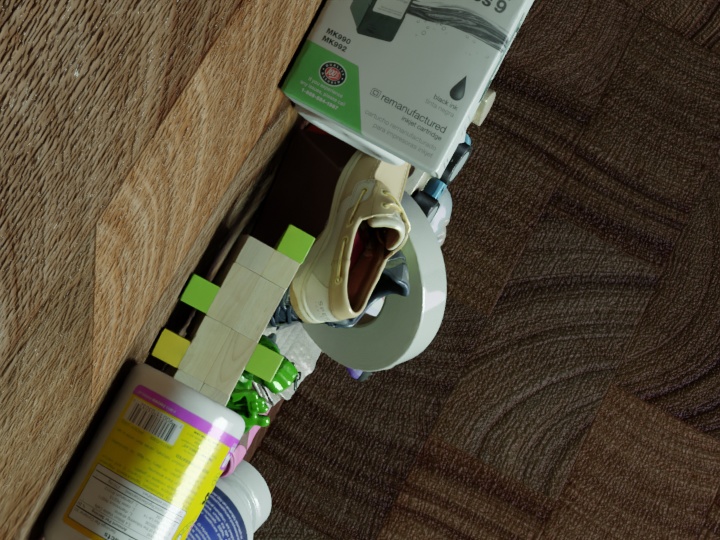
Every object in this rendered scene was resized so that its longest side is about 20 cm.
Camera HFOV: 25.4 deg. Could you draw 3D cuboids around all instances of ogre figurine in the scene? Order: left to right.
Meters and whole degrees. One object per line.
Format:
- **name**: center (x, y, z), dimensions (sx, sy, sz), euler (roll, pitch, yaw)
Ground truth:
- **ogre figurine**: center (-0.137, 0.122, 1.505), dimensions (0.200, 0.098, 0.120), euler (-54, -169, 25)

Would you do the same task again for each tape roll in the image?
- **tape roll**: center (0.000, 0.000, 1.598), dimensions (0.037, 0.203, 0.203), euler (-19, 146, -43)

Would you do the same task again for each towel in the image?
- **towel**: center (-0.078, 0.037, 1.684), dimensions (0.133, 0.034, 0.200), euler (62, 37, -30)

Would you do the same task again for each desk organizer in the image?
- **desk organizer**: center (-0.047, -0.045, 1.550), dimensions (0.072, 0.077, 0.200), euler (-20, 146, -44)

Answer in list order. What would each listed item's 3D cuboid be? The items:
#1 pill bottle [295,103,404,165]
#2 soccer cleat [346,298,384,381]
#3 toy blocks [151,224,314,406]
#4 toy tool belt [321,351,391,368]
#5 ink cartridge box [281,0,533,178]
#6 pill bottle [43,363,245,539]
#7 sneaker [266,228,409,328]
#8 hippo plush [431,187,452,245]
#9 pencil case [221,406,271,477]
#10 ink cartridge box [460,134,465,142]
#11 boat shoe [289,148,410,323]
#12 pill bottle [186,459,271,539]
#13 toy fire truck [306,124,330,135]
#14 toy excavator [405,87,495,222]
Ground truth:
- **pill bottle**: center (0.035, -0.202, 1.390), dimensions (0.200, 0.111, 0.111), euler (-63, 177, 0)
- **soccer cleat**: center (-0.004, 0.037, 1.717), dimensions (0.068, 0.073, 0.200), euler (-88, -173, -48)
- **toy blocks**: center (-0.117, 0.046, 1.398), dimensions (0.200, 0.100, 0.137), euler (-62, -171, -2)
- **toy tool belt**: center (-0.018, 0.041, 1.936), dimensions (0.125, 0.200, 0.123), euler (-53, 174, -10)
- **ink cartridge box**: center (0.046, -0.197, 1.290), dimensions (0.200, 0.146, 0.084), euler (-63, 176, 2)
- **pill bottle**: center (-0.180, 0.182, 1.256), dimensions (0.200, 0.104, 0.104), euler (-61, 177, -7)
- **sneaker**: center (-0.045, 0.021, 1.482), dimensions (0.200, 0.081, 0.074), euler (-26, 140, -1)
- **hippo plush**: center (0.016, -0.078, 1.790), dimensions (0.199, 0.160, 0.161), euler (-22, -179, -9)
- **pencil case**: center (-0.138, 0.122, 1.691), dimensions (0.091, 0.093, 0.200), euler (62, 38, -29)
- **ink cartridge box**: center (0.066, -0.216, 1.504), dimensions (0.094, 0.044, 0.201), euler (-15, 117, -48)
- **boat shoe**: center (0.010, -0.036, 1.426), dimensions (0.074, 0.069, 0.200), euler (49, 56, -44)
- **pill bottle**: center (-0.181, 0.277, 1.656), dimensions (0.200, 0.120, 0.120), euler (-39, 160, -51)
- **toy fire truck**: center (0.004, -0.185, 1.626), dimensions (0.141, 0.049, 0.200), euler (-63, 177, 20)
- **toy excavator**: center (0.071, -0.129, 1.701), dimensions (0.195, 0.100, 0.200), euler (-59, 172, 1)
